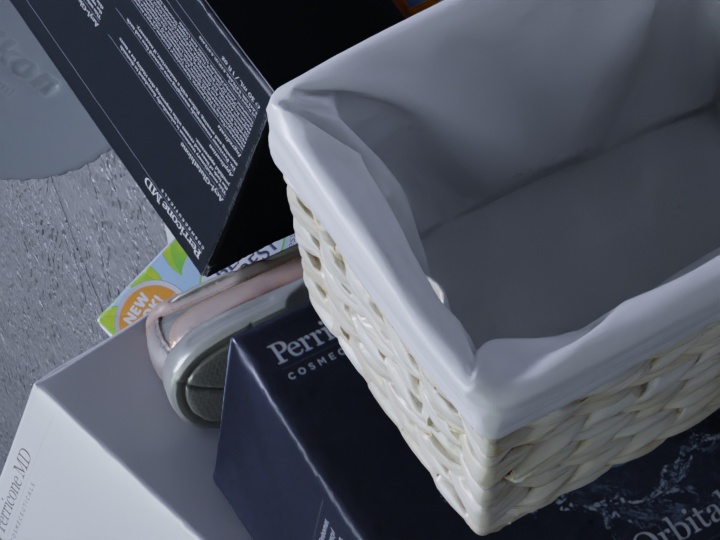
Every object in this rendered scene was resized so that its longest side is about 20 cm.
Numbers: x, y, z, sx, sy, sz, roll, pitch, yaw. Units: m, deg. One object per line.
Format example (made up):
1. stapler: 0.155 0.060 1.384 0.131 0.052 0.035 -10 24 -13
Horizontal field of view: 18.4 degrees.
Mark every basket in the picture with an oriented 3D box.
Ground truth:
1. basket: 0.083 -0.021 0.741 0.136 0.200 0.123 55 162 24

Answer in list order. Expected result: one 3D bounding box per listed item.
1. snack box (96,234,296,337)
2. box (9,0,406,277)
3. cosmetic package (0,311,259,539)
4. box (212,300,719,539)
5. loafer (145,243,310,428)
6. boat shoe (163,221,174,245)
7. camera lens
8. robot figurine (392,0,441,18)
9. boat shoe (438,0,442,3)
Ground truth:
1. snack box: -0.002 0.045 1.030 0.200 0.142 0.053 45 -176 11
2. box: -0.077 -0.121 0.936 0.200 0.079 0.141 54 148 16
3. cosmetic package: -0.060 0.127 0.977 0.200 0.085 0.108 39 134 16
4. box: 0.075 0.090 0.881 0.200 0.197 0.117 55 156 26
5. loafer: 0.000 0.000 0.966 0.063 0.200 0.072 -125 15 -47
6. boat shoe: -0.073 -0.052 1.109 0.066 0.072 0.200 8 115 49
7. camera lens: -0.170 -0.160 1.158 0.200 0.160 0.160 -87 -11 -55
8. robot figurine: 0.009 -0.135 0.980 0.200 0.058 0.145 63 157 4
9. boat shoe: 0.070 -0.045 0.858 0.062 0.075 0.200 115 157 -59
